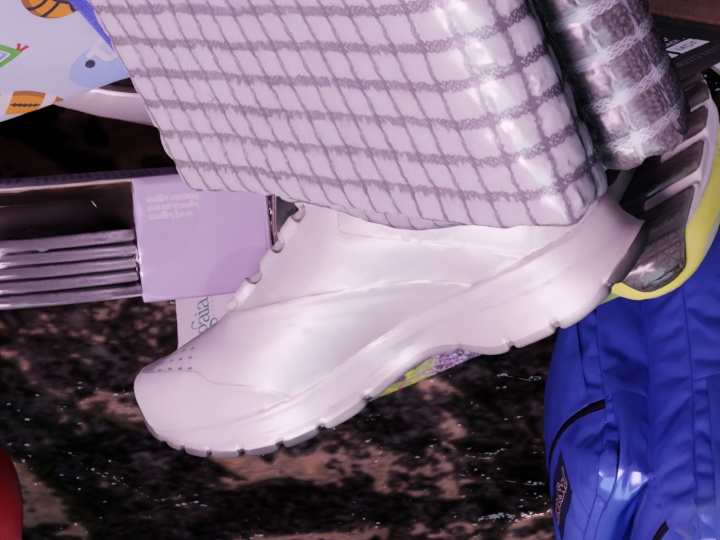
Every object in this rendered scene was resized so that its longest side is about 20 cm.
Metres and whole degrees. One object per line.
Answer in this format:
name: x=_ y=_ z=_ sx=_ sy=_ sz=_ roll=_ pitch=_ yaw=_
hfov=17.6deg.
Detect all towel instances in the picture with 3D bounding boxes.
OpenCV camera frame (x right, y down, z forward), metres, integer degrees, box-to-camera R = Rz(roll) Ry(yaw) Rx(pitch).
towel: x=-0.007 y=-0.099 z=0.689 sx=0.199 sy=0.085 sz=0.166 roll=7 pitch=130 yaw=55

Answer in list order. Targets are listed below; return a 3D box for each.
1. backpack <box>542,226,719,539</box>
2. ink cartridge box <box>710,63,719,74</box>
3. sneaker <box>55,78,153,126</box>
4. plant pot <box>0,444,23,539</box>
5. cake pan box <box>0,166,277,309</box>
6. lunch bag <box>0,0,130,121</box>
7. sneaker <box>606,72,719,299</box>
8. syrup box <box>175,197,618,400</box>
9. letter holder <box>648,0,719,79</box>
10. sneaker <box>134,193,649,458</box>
backpack: x=0.173 y=0.103 z=1.090 sx=0.166 sy=0.201 sz=0.163 roll=-5 pitch=142 yaw=-1
ink cartridge box: x=0.187 y=-0.091 z=0.885 sx=0.199 sy=0.145 sz=0.088 roll=33 pitch=98 yaw=-35
sneaker: x=-0.067 y=-0.073 z=0.949 sx=0.198 sy=0.073 sz=0.085 roll=9 pitch=149 yaw=-9
plant pot: x=-0.284 y=0.123 z=1.068 sx=0.200 sy=0.201 sz=0.182 roll=-30 pitch=133 yaw=28
cake pan box: x=-0.130 y=-0.013 z=0.921 sx=0.183 sy=0.053 sz=0.200 roll=-7 pitch=-177 yaw=-9
lunch bag: x=-0.187 y=-0.136 z=0.791 sx=0.169 sy=0.125 sz=0.200 roll=-20 pitch=147 yaw=21
sneaker: x=0.112 y=-0.033 z=0.899 sx=0.078 sy=0.200 sz=0.091 roll=-27 pitch=113 yaw=13
syrup box: x=0.016 y=-0.005 z=1.036 sx=0.199 sy=0.079 sz=0.081 roll=-25 pitch=137 yaw=22
letter holder: x=0.040 y=-0.127 z=0.822 sx=0.100 sy=0.143 sz=0.200 roll=4 pitch=166 yaw=-32
sneaker: x=0.000 y=0.000 z=0.811 sx=0.199 sy=0.075 sz=0.087 roll=-27 pitch=101 yaw=22
